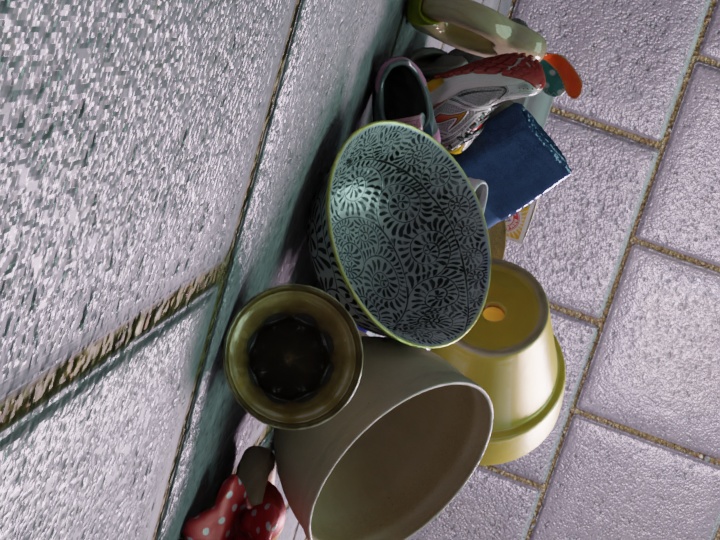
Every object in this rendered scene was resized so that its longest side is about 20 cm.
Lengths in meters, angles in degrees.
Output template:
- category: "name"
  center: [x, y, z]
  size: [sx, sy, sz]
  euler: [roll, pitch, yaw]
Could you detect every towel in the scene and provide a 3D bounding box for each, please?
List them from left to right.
- category: "towel"
  center: [0.121, -0.095, 1.299]
  size: [0.199, 0.112, 0.049]
  euler: [-32, -146, 25]

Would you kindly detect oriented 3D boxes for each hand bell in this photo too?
- category: "hand bell"
  center: [-0.063, 0.073, 0.963]
  size: [0.200, 0.103, 0.106]
  euler: [144, -34, -79]

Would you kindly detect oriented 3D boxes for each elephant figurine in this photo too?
- category: "elephant figurine"
  center: [0.114, -0.201, 1.372]
  size: [0.202, 0.153, 0.142]
  euler: [-95, -154, -46]

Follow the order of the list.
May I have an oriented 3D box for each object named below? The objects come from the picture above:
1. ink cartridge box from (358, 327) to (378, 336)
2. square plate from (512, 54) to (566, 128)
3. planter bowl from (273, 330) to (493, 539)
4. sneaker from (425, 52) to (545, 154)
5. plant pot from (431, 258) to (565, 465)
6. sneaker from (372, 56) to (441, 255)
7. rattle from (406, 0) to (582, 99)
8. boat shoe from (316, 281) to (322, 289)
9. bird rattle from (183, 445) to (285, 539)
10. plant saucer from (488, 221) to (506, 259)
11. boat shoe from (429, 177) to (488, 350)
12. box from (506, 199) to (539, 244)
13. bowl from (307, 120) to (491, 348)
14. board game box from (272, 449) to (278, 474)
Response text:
- category: "ink cartridge box"
  center: [0.024, 0.038, 1.214]
  size: [0.200, 0.040, 0.202]
  euler: [-55, 155, -46]
- category: "square plate"
  center: [0.129, -0.184, 1.436]
  size: [0.028, 0.196, 0.202]
  euler: [49, 55, -50]
- category: "planter bowl"
  center: [0.001, 0.138, 1.066]
  size: [0.198, 0.135, 0.202]
  euler: [-26, 140, -24]
- category: "sneaker"
  center: [0.111, -0.167, 1.215]
  size: [0.077, 0.199, 0.083]
  euler: [-27, 100, -39]
- category: "plant pot"
  center: [0.145, 0.094, 1.384]
  size: [0.190, 0.198, 0.203]
  euler: [89, 19, -56]
- category: "sneaker"
  center: [0.047, -0.107, 1.145]
  size: [0.082, 0.069, 0.203]
  euler: [80, -5, -78]
- category: "rattle"
  center: [0.157, -0.280, 1.250]
  size: [0.130, 0.197, 0.145]
  euler: [87, 23, -71]
- category: "boat shoe"
  center: [-0.001, 0.000, 1.265]
  size: [0.072, 0.069, 0.202]
  euler: [107, 7, -46]
- category: "bird rattle"
  center: [-0.107, 0.228, 1.039]
  size: [0.164, 0.111, 0.202]
  euler: [-82, 170, -46]
- category: "plant saucer"
  center: [0.088, -0.053, 1.475]
  size: [0.035, 0.199, 0.203]
  euler: [-18, 132, -47]
- category: "boat shoe"
  center: [0.081, -0.008, 1.184]
  size: [0.073, 0.066, 0.203]
  euler: [39, 56, -53]
- category: "box"
  center: [0.141, -0.129, 1.552]
  size: [0.113, 0.197, 0.103]
  euler: [-61, 168, -59]
- category: "bowl"
  center: [0.017, -0.021, 1.068]
  size: [0.094, 0.200, 0.203]
  euler: [-20, -142, 46]
- category: "board game box"
  center: [-0.016, 0.197, 1.363]
  size: [0.133, 0.034, 0.200]
  euler: [-33, 162, 2]
